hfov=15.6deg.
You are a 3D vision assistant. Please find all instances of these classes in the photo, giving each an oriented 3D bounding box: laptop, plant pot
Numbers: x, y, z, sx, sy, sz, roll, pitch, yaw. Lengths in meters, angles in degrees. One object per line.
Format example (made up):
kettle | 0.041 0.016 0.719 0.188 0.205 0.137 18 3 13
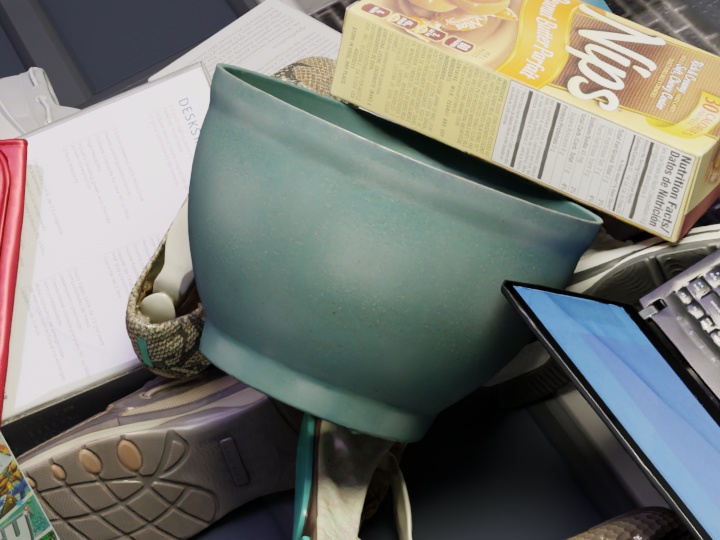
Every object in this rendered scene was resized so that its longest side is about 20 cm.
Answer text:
laptop | 0.194 0.039 1.188 0.199 0.103 0.178 -31 60 -10
plant pot | 0.000 0.000 1.259 0.200 0.200 0.135 28 99 48

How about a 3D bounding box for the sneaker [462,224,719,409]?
sneaker | 0.133 -0.008 1.353 0.199 0.076 0.116 -16 38 14

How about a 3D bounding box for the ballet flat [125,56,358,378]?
ballet flat | -0.060 -0.039 1.356 0.068 0.075 0.201 24 72 19

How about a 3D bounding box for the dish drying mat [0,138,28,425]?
dish drying mat | -0.219 0.025 1.379 0.076 0.018 0.201 -2 70 17

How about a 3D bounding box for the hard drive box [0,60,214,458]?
hard drive box | -0.145 0.001 1.433 0.199 0.077 0.157 -22 68 -1

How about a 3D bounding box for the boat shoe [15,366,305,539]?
boat shoe | -0.092 0.092 1.367 0.199 0.075 0.073 -15 24 -2

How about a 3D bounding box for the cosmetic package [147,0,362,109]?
cosmetic package | -0.028 -0.081 1.541 0.101 0.071 0.200 -35 37 -16

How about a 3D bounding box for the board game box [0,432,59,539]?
board game box | -0.204 0.166 1.210 0.147 0.201 0.064 -38 38 -20

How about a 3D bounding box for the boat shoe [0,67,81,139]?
boat shoe | -0.189 -0.075 1.635 0.068 0.072 0.200 -30 27 -10

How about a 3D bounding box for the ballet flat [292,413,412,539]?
ballet flat | -0.007 0.140 1.254 0.062 0.068 0.201 12 45 -4

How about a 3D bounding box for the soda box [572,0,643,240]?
soda box | 0.128 -0.099 1.484 0.068 0.064 0.200 -23 36 -1

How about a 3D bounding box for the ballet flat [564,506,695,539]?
ballet flat | 0.068 0.163 1.180 0.199 0.068 0.046 -22 20 -7

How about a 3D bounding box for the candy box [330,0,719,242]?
candy box | 0.099 -0.093 1.342 0.199 0.056 0.115 24 32 19
